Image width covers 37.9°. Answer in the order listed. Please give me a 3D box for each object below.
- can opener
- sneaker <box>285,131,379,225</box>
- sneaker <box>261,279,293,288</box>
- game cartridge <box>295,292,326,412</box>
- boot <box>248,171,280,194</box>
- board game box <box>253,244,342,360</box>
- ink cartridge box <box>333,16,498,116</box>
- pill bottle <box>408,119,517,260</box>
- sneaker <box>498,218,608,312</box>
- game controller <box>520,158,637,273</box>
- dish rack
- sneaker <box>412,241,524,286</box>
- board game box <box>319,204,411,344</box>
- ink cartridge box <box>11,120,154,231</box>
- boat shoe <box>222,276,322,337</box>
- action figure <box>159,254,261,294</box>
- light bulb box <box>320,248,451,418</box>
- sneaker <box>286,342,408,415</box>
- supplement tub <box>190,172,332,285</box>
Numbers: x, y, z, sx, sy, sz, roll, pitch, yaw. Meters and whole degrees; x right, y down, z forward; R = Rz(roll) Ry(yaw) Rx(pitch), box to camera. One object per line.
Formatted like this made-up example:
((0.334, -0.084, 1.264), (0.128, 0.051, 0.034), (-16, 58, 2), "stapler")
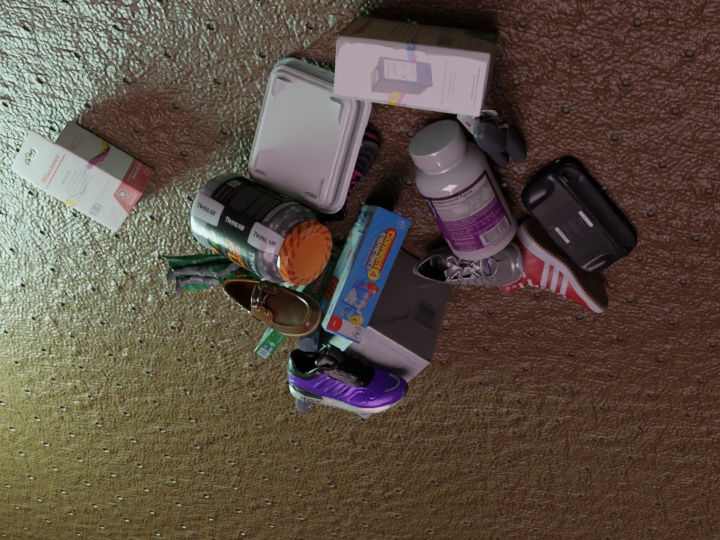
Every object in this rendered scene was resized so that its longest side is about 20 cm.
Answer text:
((0.187, -0.175, 1.459), (0.053, 0.067, 0.200), (-7, 164, 22), "can opener")
((-0.037, -0.123, 1.593), (0.200, 0.088, 0.074), (-43, 134, 18), "sneaker")
((-0.158, -0.008, 1.787), (0.200, 0.067, 0.090), (-27, 123, 38), "sneaker")
((-0.085, 0.140, 1.859), (0.041, 0.133, 0.200), (6, 133, 0), "game cartridge")
((-0.166, -0.101, 1.695), (0.199, 0.073, 0.151), (6, 135, 6), "boot")
((-0.105, 0.055, 1.769), (0.029, 0.135, 0.200), (35, 139, -6), "board game box")
((0.075, -0.276, 1.395), (0.199, 0.145, 0.088), (10, 115, 7), "ink cartridge box")
((0.148, -0.120, 1.556), (0.112, 0.112, 0.200), (-13, 128, 27), "pill bottle")
((0.295, 0.014, 1.671), (0.200, 0.071, 0.112), (41, 127, -12), "sneaker")
((0.332, -0.078, 1.586), (0.104, 0.042, 0.200), (-32, 118, 27), "game controller")
((-0.083, -0.193, 1.520), (0.171, 0.044, 0.201), (25, 113, 21), "dish rack")
((0.169, -0.001, 1.636), (0.200, 0.082, 0.075), (-7, 100, 48), "sneaker")
((0.000, 0.000, 1.599), (0.056, 0.200, 0.196), (22, 92, -8), "board game box")
((-0.458, -0.165, 1.725), (0.200, 0.068, 0.116), (31, 133, -16), "ink cartridge box")
((-0.142, 0.053, 1.636), (0.200, 0.072, 0.067), (18, 175, 44), "boat shoe")
((-0.218, 0.001, 1.733), (0.199, 0.055, 0.118), (-8, 153, 11), "action figure")
((0.033, 0.104, 1.745), (0.125, 0.199, 0.200), (32, 134, -11), "light bulb box")
((-0.027, 0.162, 1.632), (0.199, 0.070, 0.100), (4, 129, 18), "sneaker")
((-0.146, -0.059, 1.550), (0.200, 0.122, 0.123), (27, 144, 34), "supplement tub")
